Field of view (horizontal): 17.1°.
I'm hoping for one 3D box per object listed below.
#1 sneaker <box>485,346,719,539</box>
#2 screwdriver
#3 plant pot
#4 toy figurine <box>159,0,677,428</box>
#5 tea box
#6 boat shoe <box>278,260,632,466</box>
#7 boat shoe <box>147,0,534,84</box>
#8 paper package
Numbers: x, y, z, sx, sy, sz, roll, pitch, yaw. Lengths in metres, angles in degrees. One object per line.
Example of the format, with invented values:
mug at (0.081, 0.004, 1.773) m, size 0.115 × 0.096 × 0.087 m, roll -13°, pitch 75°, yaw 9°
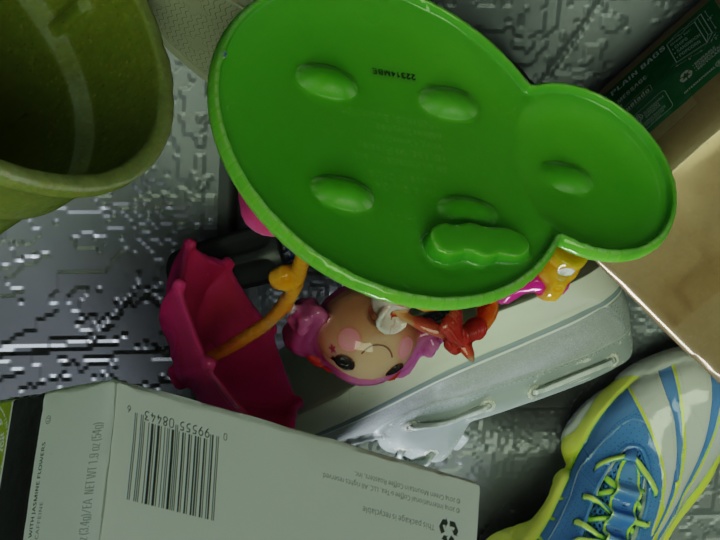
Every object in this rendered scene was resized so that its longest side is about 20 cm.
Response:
sneaker at (0.116, 0.133, 1.115) m, size 0.075 × 0.105 × 0.200 m, roll 29°, pitch 109°, yaw -21°
screwdriver at (0.002, -0.020, 1.024) m, size 0.199 × 0.028 × 0.029 m, roll -17°, pitch 148°, yaw 28°
plant pot at (-0.206, -0.061, 0.930) m, size 0.200 × 0.201 × 0.184 m, roll 37°, pitch 122°, yaw -23°
toy figurine at (0.000, 0.000, 0.975) m, size 0.199 × 0.151 × 0.184 m, roll 7°, pitch 145°, yaw -24°
tea box at (-0.089, 0.139, 0.990) m, size 0.199 × 0.135 × 0.196 m, roll 20°, pitch 157°, yaw -40°
boat shoe at (0.032, 0.054, 1.082) m, size 0.200 × 0.070 × 0.072 m, roll -23°, pitch 115°, yaw 0°
boat shoe at (-0.013, -0.097, 1.011) m, size 0.199 × 0.068 × 0.072 m, roll 28°, pitch 151°, yaw -16°
paper package at (0.213, -0.042, 1.044) m, size 0.200 × 0.104 × 0.191 m, roll -42°, pitch 114°, yaw 13°
